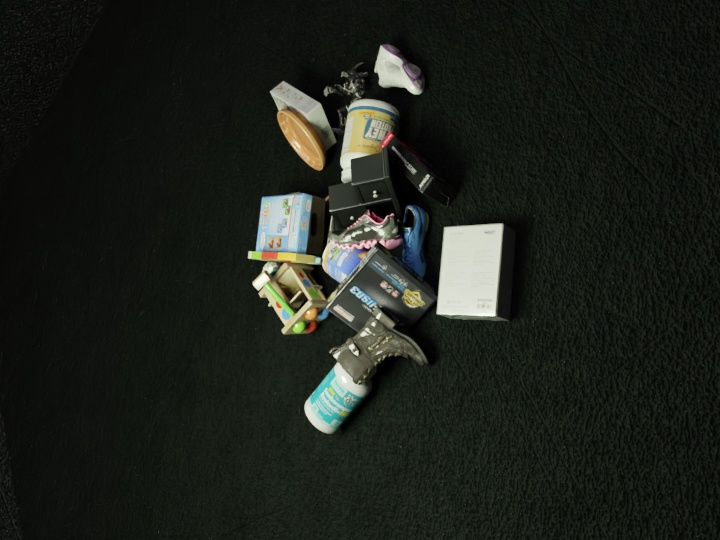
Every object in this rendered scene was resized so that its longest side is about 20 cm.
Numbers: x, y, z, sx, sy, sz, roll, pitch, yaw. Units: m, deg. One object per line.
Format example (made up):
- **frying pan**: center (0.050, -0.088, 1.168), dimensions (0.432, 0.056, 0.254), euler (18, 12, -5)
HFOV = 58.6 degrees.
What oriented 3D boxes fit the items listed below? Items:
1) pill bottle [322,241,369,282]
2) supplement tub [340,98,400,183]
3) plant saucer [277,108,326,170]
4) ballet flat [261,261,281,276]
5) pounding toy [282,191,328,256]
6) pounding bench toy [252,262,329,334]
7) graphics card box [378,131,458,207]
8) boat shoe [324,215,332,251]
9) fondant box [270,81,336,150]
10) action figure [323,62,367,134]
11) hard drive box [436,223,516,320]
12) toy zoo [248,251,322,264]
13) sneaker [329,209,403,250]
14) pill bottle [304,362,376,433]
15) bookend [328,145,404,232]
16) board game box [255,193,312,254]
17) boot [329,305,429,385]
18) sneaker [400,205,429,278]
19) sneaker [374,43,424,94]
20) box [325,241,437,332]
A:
- **pill bottle**: center (0.000, 0.000, 1.636), dimensions (0.198, 0.111, 0.114), euler (33, 100, 40)
- **supplement tub**: center (0.024, -0.326, 1.678), dimensions (0.142, 0.143, 0.206), euler (3, 81, 39)
- **plant saucer**: center (-0.162, -0.378, 1.829), dimensions (0.037, 0.202, 0.199), euler (-39, 50, -13)
- **ballet flat**: center (-0.241, 0.014, 1.781), dimensions (0.070, 0.201, 0.074), euler (-2, 71, 6)
- **pounding toy**: center (-0.162, -0.142, 1.810), dimensions (0.181, 0.140, 0.206), euler (-5, 79, 46)
- **pounding bench toy**: center (-0.183, 0.082, 1.696), dimensions (0.124, 0.198, 0.157), euler (-44, 67, 21)
- **graphics card box**: center (0.142, -0.249, 1.573), dimensions (0.051, 0.124, 0.201), euler (-47, 53, 17)
- **boat shoe**: center (-0.064, -0.121, 1.750), dimensions (0.056, 0.066, 0.206), euler (7, 87, 35)
- **fondant box**: center (-0.166, -0.447, 1.861), dimensions (0.058, 0.146, 0.199), euler (-41, 50, -13)
- **action figure**: center (-0.036, -0.494, 1.801), dimensions (0.117, 0.100, 0.206), euler (-7, 76, 50)
- **hard drive box**: center (0.261, 0.005, 1.442), dimensions (0.153, 0.076, 0.206), euler (0, 79, 39)
- **toy zoo**: center (-0.184, -0.032, 1.704), dimensions (0.196, 0.130, 0.021), euler (3, 87, 34)
- **sneaker**: center (0.011, -0.103, 1.576), dimensions (0.195, 0.079, 0.098), euler (0, 109, 26)
- **pill bottle**: center (-0.045, 0.300, 1.598), dimensions (0.201, 0.110, 0.111), euler (-52, 53, 17)
- **bookend**: center (-0.002, -0.188, 1.582), dimensions (0.193, 0.201, 0.094), euler (-9, 58, 10)
- **board game box**: center (-0.209, -0.123, 1.726), dimensions (0.197, 0.036, 0.156), euler (3, 86, 48)
- **boot**: center (0.046, 0.202, 1.512), dimensions (0.199, 0.069, 0.175), euler (41, 96, -3)
- **sneaker**: center (0.122, -0.059, 1.574), dimensions (0.065, 0.078, 0.206), euler (0, 80, 37)
- **sneaker**: center (0.104, -0.519, 1.723), dimensions (0.202, 0.073, 0.101), euler (56, 132, 34)
- **box**: center (0.050, 0.067, 1.531), dimensions (0.199, 0.199, 0.050), euler (-46, 19, 18)
